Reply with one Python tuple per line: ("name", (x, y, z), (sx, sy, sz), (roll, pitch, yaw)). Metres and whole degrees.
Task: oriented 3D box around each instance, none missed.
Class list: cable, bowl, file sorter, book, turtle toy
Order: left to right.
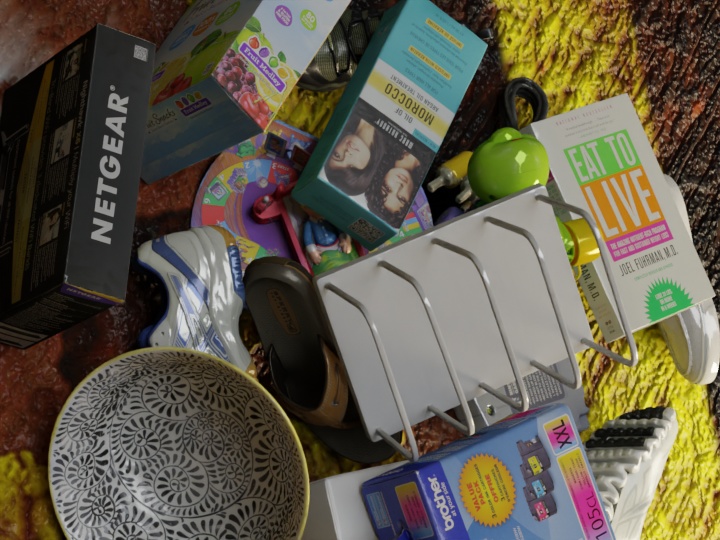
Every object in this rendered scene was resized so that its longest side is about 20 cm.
("bowl", (-0.122, 0.144, 1.551), (0.202, 0.200, 0.094), (62, 17, -4))
("file sorter", (0.089, 0.042, 1.594), (0.199, 0.124, 0.140), (-22, 105, -11))
("turtle toy", (0.116, -0.022, 1.726), (0.145, 0.201, 0.101), (-13, 47, -27))
("cable", (0.137, -0.103, 1.853), (0.097, 0.050, 0.200), (30, 51, 6))
("book", (0.223, -0.046, 1.863), (0.133, 0.048, 0.201), (-19, 82, -43))

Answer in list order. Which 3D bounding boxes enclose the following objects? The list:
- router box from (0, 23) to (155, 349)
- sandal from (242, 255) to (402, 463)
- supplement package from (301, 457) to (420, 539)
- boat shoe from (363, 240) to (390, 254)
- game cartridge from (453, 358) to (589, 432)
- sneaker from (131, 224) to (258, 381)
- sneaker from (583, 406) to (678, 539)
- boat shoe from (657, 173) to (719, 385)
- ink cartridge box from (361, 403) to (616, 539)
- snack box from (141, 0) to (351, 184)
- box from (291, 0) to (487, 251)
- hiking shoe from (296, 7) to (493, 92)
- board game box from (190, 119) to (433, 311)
("router box", (-0.218, -0.059, 1.531), (0.052, 0.157, 0.202), (17, 67, -31))
("sandal", (-0.036, 0.079, 1.650), (0.201, 0.081, 0.055), (63, 29, -27))
("supplement package", (0.029, 0.214, 1.653), (0.199, 0.121, 0.121), (-8, 81, -37))
("boat shoe", (0.000, 0.000, 1.734), (0.061, 0.072, 0.202), (-12, 66, 5))
("game cartridge", (0.120, 0.058, 1.825), (0.132, 0.041, 0.202), (-12, 83, -42))
("sneaker", (-0.129, 0.069, 1.626), (0.087, 0.075, 0.202), (-9, 83, -15))
("sneaker", (0.224, 0.199, 1.844), (0.200, 0.075, 0.081), (-50, 120, -33))
("boat shoe", (0.278, 0.010, 1.940), (0.068, 0.072, 0.202), (-11, 87, -20))
("ink cartridge box", (0.090, 0.197, 1.579), (0.199, 0.076, 0.138), (-20, 89, -38))
("snack box", (-0.097, -0.176, 1.650), (0.068, 0.168, 0.201), (46, 53, -20))
("box", (0.025, -0.122, 1.682), (0.082, 0.049, 0.201), (34, 60, -15))
("hiking shoe", (0.015, -0.201, 1.784), (0.199, 0.100, 0.076), (-6, 78, -38))
("board game box", (-0.037, -0.033, 1.677), (0.199, 0.039, 0.159), (25, 72, 0))
